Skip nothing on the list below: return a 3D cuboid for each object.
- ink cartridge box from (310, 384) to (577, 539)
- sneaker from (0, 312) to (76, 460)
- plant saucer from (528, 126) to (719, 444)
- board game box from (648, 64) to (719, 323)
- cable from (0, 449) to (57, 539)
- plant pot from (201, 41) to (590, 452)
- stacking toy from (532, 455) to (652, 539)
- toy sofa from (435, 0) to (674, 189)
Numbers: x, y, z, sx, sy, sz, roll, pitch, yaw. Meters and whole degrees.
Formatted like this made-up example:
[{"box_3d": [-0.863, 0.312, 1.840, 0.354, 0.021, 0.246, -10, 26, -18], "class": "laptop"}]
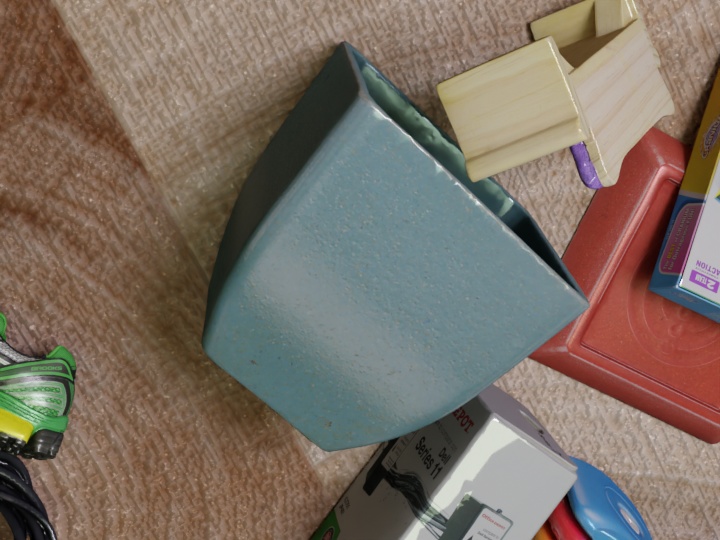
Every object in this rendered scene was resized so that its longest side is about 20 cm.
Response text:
[{"box_3d": [0.051, 0.179, 0.891, 0.083, 0.147, 0.201, 35, 94, -15], "class": "ink cartridge box"}, {"box_3d": [-0.292, 0.062, 0.849, 0.198, 0.078, 0.086, 21, 68, -9], "class": "sneaker"}, {"box_3d": [0.252, 0.018, 0.945, 0.198, 0.037, 0.201, 25, 98, -14], "class": "plant saucer"}, {"box_3d": [0.312, -0.051, 0.904, 0.152, 0.040, 0.202, 23, 80, -15], "class": "board game box"}, {"box_3d": [-0.299, 0.174, 0.824, 0.198, 0.164, 0.051, 23, 121, -22], "class": "cable"}, {"box_3d": [0.000, 0.000, 0.822, 0.195, 0.197, 0.200, 40, 103, -16], "class": "plant pot"}, {"box_3d": [0.134, 0.254, 0.957, 0.200, 0.110, 0.116, -41, 103, 14], "class": "stacking toy"}, {"box_3d": [0.134, -0.114, 0.804, 0.082, 0.200, 0.099, -17, 103, 32], "class": "toy sofa"}]
